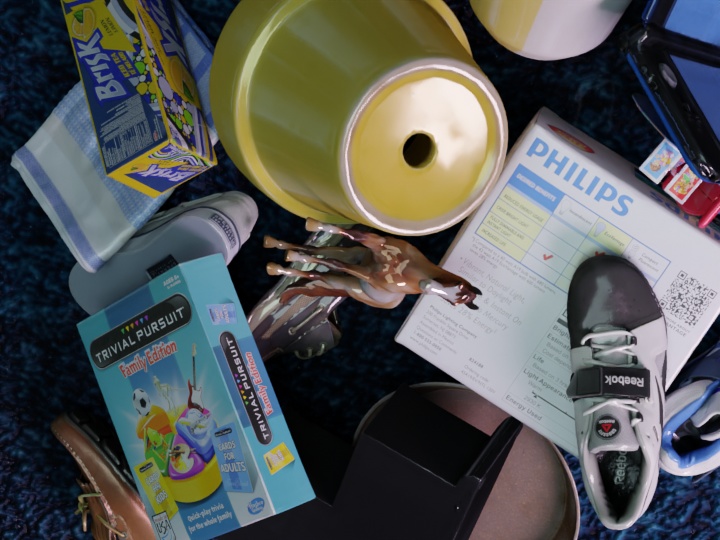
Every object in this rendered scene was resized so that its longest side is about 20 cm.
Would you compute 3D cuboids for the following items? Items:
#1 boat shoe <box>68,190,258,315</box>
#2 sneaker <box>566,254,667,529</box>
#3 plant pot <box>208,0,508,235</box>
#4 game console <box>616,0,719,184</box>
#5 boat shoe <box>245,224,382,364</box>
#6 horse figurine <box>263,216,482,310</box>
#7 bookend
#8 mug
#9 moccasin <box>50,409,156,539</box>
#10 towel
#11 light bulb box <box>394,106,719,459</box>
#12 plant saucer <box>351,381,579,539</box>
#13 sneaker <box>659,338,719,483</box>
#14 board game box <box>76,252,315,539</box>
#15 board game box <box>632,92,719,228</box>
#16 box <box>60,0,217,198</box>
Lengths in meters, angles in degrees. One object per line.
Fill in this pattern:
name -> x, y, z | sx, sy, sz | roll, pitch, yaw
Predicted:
boat shoe -> -0.155, -0.021, 1.409 | 0.202, 0.086, 0.075 | -27, 103, 43
sneaker -> 0.187, 0.091, 1.240 | 0.074, 0.089, 0.201 | -6, 101, 11
plant pot -> 0.009, -0.115, 1.260 | 0.200, 0.189, 0.202 | -8, 114, -19
game console -> 0.278, -0.159, 1.226 | 0.118, 0.200, 0.171 | -35, 72, 27
boat shoe -> -0.048, 0.039, 1.402 | 0.073, 0.075, 0.200 | 38, 107, 0
horse figurine -> 0.000, 0.000, 1.284 | 0.132, 0.200, 0.050 | 14, 79, -15
bookend -> -0.004, 0.163, 1.364 | 0.200, 0.092, 0.199 | 28, 127, 12
mug -> 0.128, -0.241, 1.236 | 0.186, 0.150, 0.153 | 28, 144, 8
moccasin -> -0.204, 0.209, 1.470 | 0.078, 0.074, 0.202 | -32, 105, 5
towel -> -0.188, -0.112, 1.380 | 0.200, 0.024, 0.147 | -46, 59, 14
light bulb box -> 0.165, 0.012, 1.333 | 0.198, 0.125, 0.200 | 33, 105, 1
plant saucer -> 0.088, 0.173, 1.403 | 0.200, 0.034, 0.201 | 12, 119, 22
sneaker -> 0.301, 0.083, 1.315 | 0.200, 0.146, 0.081 | -39, 94, 15
board game box -> -0.132, 0.107, 1.342 | 0.151, 0.047, 0.201 | -27, 82, 44
board game box -> 0.267, -0.053, 1.285 | 0.200, 0.158, 0.039 | 40, 106, -2
box -> -0.176, -0.163, 1.332 | 0.064, 0.070, 0.201 | -25, 67, 20
